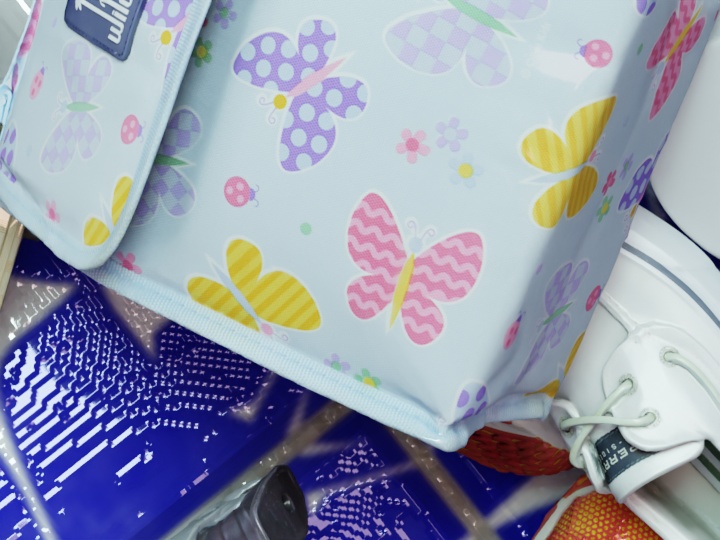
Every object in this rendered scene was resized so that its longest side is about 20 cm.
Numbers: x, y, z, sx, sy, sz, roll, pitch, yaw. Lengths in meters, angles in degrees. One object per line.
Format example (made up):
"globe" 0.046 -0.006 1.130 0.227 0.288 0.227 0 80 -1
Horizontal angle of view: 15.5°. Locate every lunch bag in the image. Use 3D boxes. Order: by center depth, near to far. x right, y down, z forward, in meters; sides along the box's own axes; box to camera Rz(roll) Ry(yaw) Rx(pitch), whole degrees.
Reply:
"lunch bag" -0.013 -0.062 0.804 0.199 0.127 0.170 28 103 20

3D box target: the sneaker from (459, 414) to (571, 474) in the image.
"sneaker" 0.000 0.000 0.936 0.199 0.073 0.077 29 66 -10

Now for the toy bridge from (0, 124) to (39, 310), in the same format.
"toy bridge" -0.122 -0.025 0.924 0.027 0.067 0.201 17 80 -5

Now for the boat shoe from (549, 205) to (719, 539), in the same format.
"boat shoe" 0.100 0.045 0.861 0.200 0.074 0.067 39 51 1

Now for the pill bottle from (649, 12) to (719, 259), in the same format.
"pill bottle" 0.164 -0.092 0.901 0.114 0.114 0.200 31 42 -2

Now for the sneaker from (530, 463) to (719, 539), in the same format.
"sneaker" 0.073 0.132 0.915 0.200 0.073 0.077 -41 51 -6

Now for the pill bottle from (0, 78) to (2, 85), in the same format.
"pill bottle" -0.182 -0.033 0.870 0.111 0.111 0.201 22 97 -4

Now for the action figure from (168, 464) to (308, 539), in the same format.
"action figure" -0.095 0.142 0.897 0.199 0.069 0.131 -27 104 10
